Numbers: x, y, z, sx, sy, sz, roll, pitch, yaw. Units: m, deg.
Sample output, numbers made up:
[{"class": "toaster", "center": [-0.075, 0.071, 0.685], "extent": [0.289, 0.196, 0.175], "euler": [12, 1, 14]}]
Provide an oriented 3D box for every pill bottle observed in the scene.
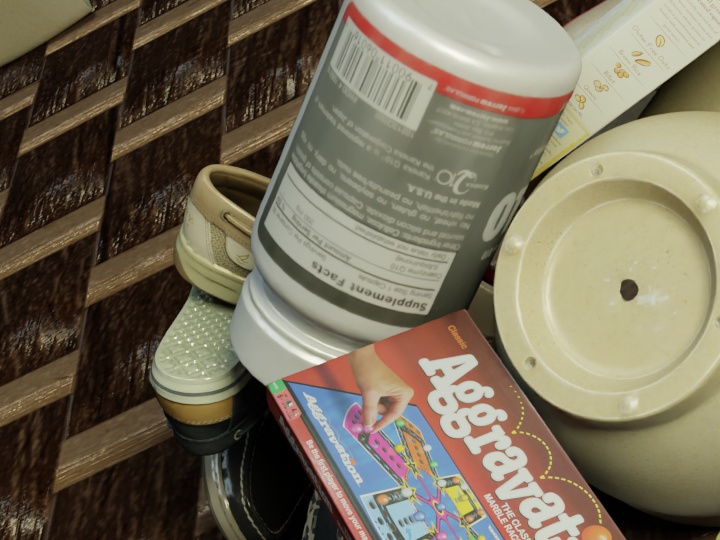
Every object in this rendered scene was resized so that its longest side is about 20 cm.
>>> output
[{"class": "pill bottle", "center": [0.015, -0.036, 0.879], "extent": [0.114, 0.113, 0.201], "euler": [-93, 24, -60]}]

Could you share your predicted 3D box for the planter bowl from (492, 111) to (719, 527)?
[{"class": "planter bowl", "center": [0.142, 0.014, 0.852], "extent": [0.199, 0.135, 0.201], "euler": [-6, 78, 30]}]

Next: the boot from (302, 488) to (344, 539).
[{"class": "boot", "center": [0.011, 0.167, 0.894], "extent": [0.073, 0.201, 0.151], "euler": [1, -10, -11]}]

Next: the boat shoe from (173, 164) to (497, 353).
[{"class": "boat shoe", "center": [0.000, 0.000, 0.987], "extent": [0.199, 0.065, 0.071], "euler": [17, 37, -4]}]

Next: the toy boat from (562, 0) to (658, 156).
[{"class": "toy boat", "center": [0.214, -0.126, 1.162], "extent": [0.199, 0.131, 0.131], "euler": [-29, -2, 7]}]

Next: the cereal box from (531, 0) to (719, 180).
[{"class": "cereal box", "center": [0.150, -0.123, 0.907], "extent": [0.200, 0.040, 0.144], "euler": [-36, 6, 47]}]

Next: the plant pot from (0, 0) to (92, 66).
[{"class": "plant pot", "center": [-0.445, -0.332, 2.102], "extent": [0.177, 0.200, 0.200], "euler": [-41, 27, 6]}]

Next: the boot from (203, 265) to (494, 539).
[{"class": "boot", "center": [0.000, 0.072, 1.073], "extent": [0.150, 0.073, 0.200], "euler": [-16, 28, 27]}]

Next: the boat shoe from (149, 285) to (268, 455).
[{"class": "boat shoe", "center": [-0.061, 0.032, 1.037], "extent": [0.074, 0.062, 0.200], "euler": [7, 32, 16]}]

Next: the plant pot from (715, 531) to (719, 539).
[{"class": "plant pot", "center": [0.224, 0.093, 0.599], "extent": [0.200, 0.201, 0.193], "euler": [-19, 8, 25]}]

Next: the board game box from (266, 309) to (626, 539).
[{"class": "board game box", "center": [0.046, 0.104, 0.787], "extent": [0.103, 0.019, 0.200], "euler": [-19, 48, -17]}]

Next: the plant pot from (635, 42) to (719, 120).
[{"class": "plant pot", "center": [0.229, -0.065, 0.984], "extent": [0.200, 0.187, 0.188], "euler": [-37, 24, 20]}]
